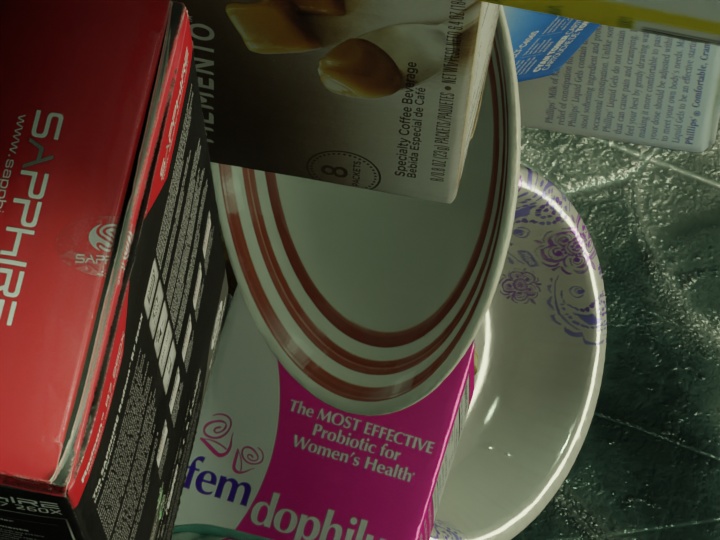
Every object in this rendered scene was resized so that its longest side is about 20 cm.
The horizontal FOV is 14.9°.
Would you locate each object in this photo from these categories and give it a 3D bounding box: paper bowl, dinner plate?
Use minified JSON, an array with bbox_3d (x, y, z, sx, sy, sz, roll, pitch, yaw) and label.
[{"bbox_3d":[0.024,0.039,1.373,0.200,0.104,0.201,-12,106,-47],"label":"paper bowl"},{"bbox_3d":[0.003,-0.050,0.953,0.200,0.024,0.201,10,-78,56],"label":"dinner plate"}]

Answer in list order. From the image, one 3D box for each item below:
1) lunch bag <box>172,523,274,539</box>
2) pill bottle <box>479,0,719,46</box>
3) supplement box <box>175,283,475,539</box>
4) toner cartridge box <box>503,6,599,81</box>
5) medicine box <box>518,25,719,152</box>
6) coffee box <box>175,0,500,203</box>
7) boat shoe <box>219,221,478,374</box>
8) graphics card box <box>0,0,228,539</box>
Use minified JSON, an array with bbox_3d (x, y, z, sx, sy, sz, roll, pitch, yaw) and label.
[{"bbox_3d":[-0.038,0.187,0.920,0.077,0.160,0.200,87,19,-53],"label":"lunch bag"},{"bbox_3d":[0.019,-0.117,0.591,0.114,0.200,0.115,11,90,-86],"label":"pill bottle"},{"bbox_3d":[-0.028,0.115,1.101,0.103,0.101,0.200,84,22,-76],"label":"supplement box"},{"bbox_3d":[0.067,-0.127,0.950,0.200,0.095,0.043,-48,-122,55],"label":"toner cartridge box"},{"bbox_3d":[0.074,-0.157,1.239,0.182,0.200,0.103,-74,171,-52],"label":"medicine box"},{"bbox_3d":[-0.013,-0.114,0.767,0.200,0.114,0.080,96,6,-57],"label":"coffee box"},{"bbox_3d":[0.000,0.000,1.206,0.200,0.071,0.065,40,47,-59],"label":"boat shoe"},{"bbox_3d":[-0.074,0.023,0.719,0.200,0.051,0.126,86,15,-70],"label":"graphics card box"}]
